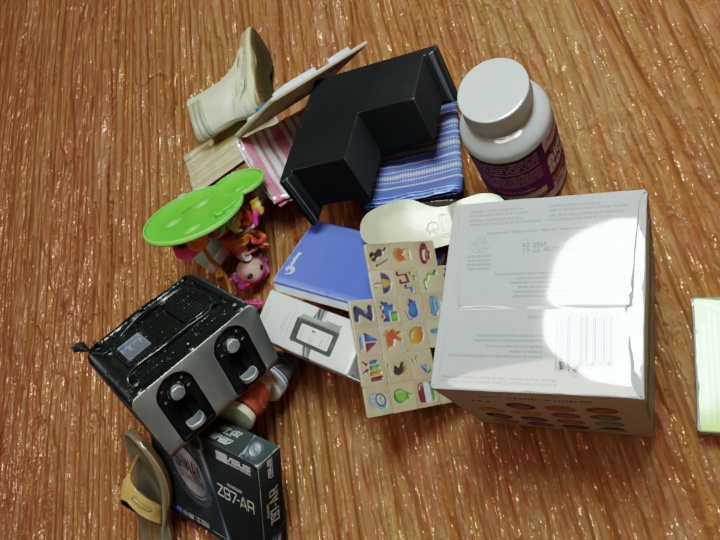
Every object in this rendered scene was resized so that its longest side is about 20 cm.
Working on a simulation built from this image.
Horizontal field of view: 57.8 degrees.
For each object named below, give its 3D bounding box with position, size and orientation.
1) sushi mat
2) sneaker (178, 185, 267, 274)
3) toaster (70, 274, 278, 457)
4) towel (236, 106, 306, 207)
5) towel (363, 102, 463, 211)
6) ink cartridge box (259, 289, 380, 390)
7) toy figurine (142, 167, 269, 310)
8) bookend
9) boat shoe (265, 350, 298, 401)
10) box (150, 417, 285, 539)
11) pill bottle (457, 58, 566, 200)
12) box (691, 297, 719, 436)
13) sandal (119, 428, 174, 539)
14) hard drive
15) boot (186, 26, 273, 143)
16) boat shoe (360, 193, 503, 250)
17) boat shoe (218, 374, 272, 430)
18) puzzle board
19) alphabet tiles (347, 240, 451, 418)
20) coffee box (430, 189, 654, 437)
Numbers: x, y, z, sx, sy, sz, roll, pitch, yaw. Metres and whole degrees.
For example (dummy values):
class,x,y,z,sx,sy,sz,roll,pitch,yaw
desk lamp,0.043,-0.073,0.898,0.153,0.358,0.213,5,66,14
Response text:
class,x,y,z,sx,sy,sz,roll,pitch,yaw
sushi mat,-0.225,-0.219,1.140,0.198,0.012,0.097,-32,60,12
sneaker,-0.220,-0.109,1.029,0.117,0.074,0.202,35,90,-6
toaster,-0.227,0.108,0.819,0.180,0.120,0.199,-40,36,-25
towel,-0.078,-0.195,1.010,0.198,0.030,0.147,-30,61,-11
towel,0.072,-0.176,0.937,0.142,0.024,0.203,-9,54,15
ink cartridge box,-0.028,0.099,0.853,0.198,0.116,0.069,19,80,31
toy figurine,-0.192,-0.022,0.963,0.149,0.186,0.200,15,46,42
bookend,0.017,-0.180,0.880,0.197,0.092,0.201,-8,51,28
boat shoe,-0.172,0.139,0.943,0.198,0.072,0.068,-5,33,39
box,-0.188,0.271,0.856,0.197,0.043,0.163,16,119,30
pill bottle,0.185,-0.164,0.801,0.110,0.200,0.114,-9,66,22
box,0.449,0.099,0.664,0.197,0.036,0.147,-1,70,25
sandal,-0.297,0.315,0.886,0.079,0.054,0.204,11,109,38
hard drive,0.000,0.000,0.878,0.197,0.026,0.133,14,47,19
boot,-0.230,-0.327,1.147,0.153,0.072,0.203,-23,54,21
boat shoe,0.099,-0.058,0.872,0.198,0.063,0.075,-7,80,14
boat shoe,-0.190,0.187,0.898,0.199,0.071,0.063,-26,27,46
puzzle board,-0.092,-0.276,0.989,0.200,0.018,0.150,-42,11,-30
alphabet tiles,0.064,0.063,0.792,0.008,0.164,0.204,147,115,-62
coffee box,0.209,0.055,0.704,0.196,0.198,0.203,-1,68,27
